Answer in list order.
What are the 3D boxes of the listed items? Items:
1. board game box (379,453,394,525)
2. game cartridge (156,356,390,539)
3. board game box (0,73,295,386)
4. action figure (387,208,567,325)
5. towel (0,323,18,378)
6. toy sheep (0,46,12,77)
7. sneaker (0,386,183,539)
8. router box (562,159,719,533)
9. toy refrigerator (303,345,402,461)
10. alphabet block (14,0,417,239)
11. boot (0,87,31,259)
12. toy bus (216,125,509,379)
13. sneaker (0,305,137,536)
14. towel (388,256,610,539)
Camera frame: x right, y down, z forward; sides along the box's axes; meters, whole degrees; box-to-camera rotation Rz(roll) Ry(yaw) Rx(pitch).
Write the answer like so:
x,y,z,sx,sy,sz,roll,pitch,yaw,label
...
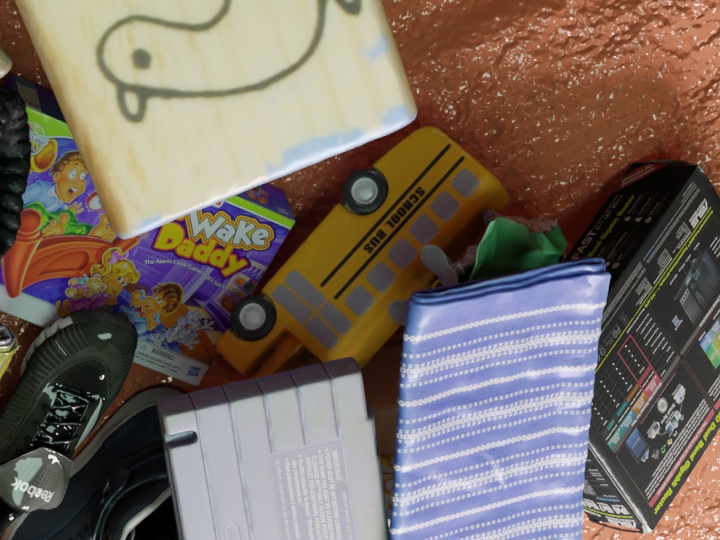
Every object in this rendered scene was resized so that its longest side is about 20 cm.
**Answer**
x,y,z,sx,sy,sz,roll,pitch,yaw,label
0.009,0.184,1.590,0.199,0.105,0.104,11,109,-20,board game box
-0.046,0.158,1.489,0.129,0.038,0.201,-13,112,-15,game cartridge
-0.161,-0.023,1.558,0.199,0.045,0.135,22,111,-24,board game box
0.084,0.001,1.555,0.055,0.200,0.118,39,111,16,action figure
-0.306,0.082,1.532,0.143,0.023,0.200,3,147,-25,towel
-0.274,-0.181,1.395,0.138,0.138,0.200,-40,117,10,toy sheep
-0.171,0.189,1.618,0.077,0.146,0.203,29,110,-28,sneaker
0.187,0.048,1.621,0.200,0.062,0.150,-52,124,-25,router box
0.043,0.097,1.660,0.199,0.076,0.070,-8,120,-11,toy refrigerator
-0.098,-0.173,1.404,0.194,0.197,0.201,-23,122,-3,alphabet block
-0.283,-0.020,1.479,0.157,0.080,0.212,11,117,5,boot
0.000,0.000,1.571,0.078,0.065,0.200,41,89,15,toy bus
-0.201,0.106,1.562,0.066,0.091,0.200,25,128,-27,sneaker
0.085,0.092,1.490,0.144,0.024,0.201,-11,117,-29,towel
